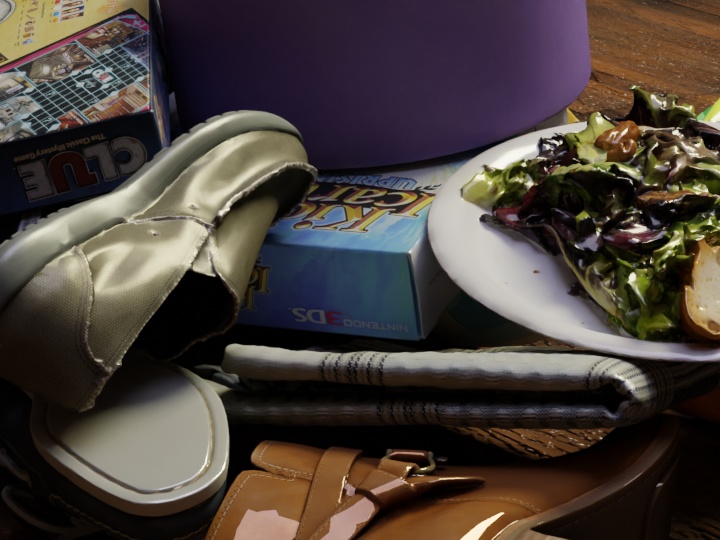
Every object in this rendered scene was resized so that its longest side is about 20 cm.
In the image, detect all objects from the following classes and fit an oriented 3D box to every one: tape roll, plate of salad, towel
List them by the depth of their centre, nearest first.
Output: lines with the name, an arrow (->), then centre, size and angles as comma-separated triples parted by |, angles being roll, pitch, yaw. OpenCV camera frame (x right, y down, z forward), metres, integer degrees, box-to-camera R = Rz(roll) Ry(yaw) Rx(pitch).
plate of salad -> 0.126, -0.025, 0.871 | 0.199, 0.048, 0.200 | -1, 31, 1
towel -> 0.043, 0.041, 0.894 | 0.199, 0.035, 0.192 | -2, 1, 22
tape roll -> 0.006, -0.123, 1.008 | 0.199, 0.085, 0.200 | -6, 23, 3

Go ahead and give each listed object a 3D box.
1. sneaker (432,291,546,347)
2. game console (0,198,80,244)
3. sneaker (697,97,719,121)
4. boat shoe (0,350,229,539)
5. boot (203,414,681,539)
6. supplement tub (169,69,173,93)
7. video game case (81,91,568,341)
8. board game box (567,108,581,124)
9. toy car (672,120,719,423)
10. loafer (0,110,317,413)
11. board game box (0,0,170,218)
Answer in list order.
sneaker -> 0.000, 0.000, 1.066 | 0.200, 0.080, 0.130 | 12, 14, 41
game console -> -0.205, 0.002, 0.913 | 0.176, 0.031, 0.200 | -11, 27, 3
sneaker -> 0.195, -0.049, 1.333 | 0.200, 0.084, 0.074 | -26, 72, -37
boat shoe -> -0.106, 0.067, 0.827 | 0.075, 0.062, 0.200 | -13, 22, -30
boot -> 0.037, 0.096, 0.822 | 0.155, 0.077, 0.200 | 10, 25, 16
supplement tub -> -0.038, -0.100, 1.273 | 0.122, 0.123, 0.200 | -5, 23, -36
video game case -> -0.028, -0.037, 0.987 | 0.199, 0.046, 0.181 | 5, 30, 26
board game box -> 0.094, -0.084, 1.211 | 0.153, 0.040, 0.200 | 42, 9, -45
toy car -> 0.201, 0.014, 1.037 | 0.150, 0.176, 0.200 | -24, -4, 37
loafer -> -0.075, 0.001, 0.828 | 0.070, 0.075, 0.200 | 45, 41, 7
board game box -> -0.155, -0.080, 0.979 | 0.135, 0.035, 0.200 | -13, 26, 1
